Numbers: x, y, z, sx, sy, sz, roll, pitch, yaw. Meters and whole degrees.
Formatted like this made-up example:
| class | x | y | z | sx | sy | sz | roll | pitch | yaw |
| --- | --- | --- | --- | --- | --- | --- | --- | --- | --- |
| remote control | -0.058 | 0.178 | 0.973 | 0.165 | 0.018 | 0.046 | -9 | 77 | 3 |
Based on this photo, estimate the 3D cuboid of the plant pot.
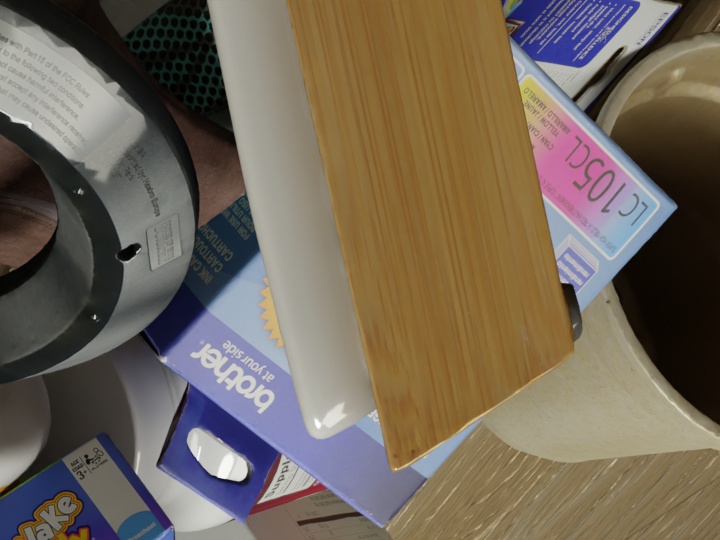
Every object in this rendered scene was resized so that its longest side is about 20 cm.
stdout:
| class | x | y | z | sx | sy | sz | roll | pitch | yaw |
| --- | --- | --- | --- | --- | --- | --- | --- | --- | --- |
| plant pot | 0.140 | 0.010 | 1.091 | 0.200 | 0.202 | 0.183 | -23 | 178 | -33 |

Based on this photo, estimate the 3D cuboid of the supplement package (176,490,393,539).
| class | x | y | z | sx | sy | sz | roll | pitch | yaw |
| --- | --- | --- | --- | --- | --- | --- | --- | --- | --- |
| supplement package | -0.049 | 0.160 | 1.082 | 0.114 | 0.200 | 0.109 | -47 | 157 | 23 |

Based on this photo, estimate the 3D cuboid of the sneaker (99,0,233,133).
| class | x | y | z | sx | sy | sz | roll | pitch | yaw |
| --- | --- | --- | --- | --- | --- | --- | --- | --- | --- |
| sneaker | -0.038 | -0.070 | 0.769 | 0.200 | 0.091 | 0.077 | -48 | 156 | 27 |

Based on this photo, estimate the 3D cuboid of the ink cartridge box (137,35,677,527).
| class | x | y | z | sx | sy | sz | roll | pitch | yaw |
| --- | --- | --- | --- | --- | --- | --- | --- | --- | --- |
| ink cartridge box | 0.000 | 0.000 | 0.843 | 0.200 | 0.076 | 0.136 | -47 | 127 | 5 |

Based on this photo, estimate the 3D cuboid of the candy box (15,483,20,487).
| class | x | y | z | sx | sy | sz | roll | pitch | yaw |
| --- | --- | --- | --- | --- | --- | --- | --- | --- | --- |
| candy box | -0.187 | 0.159 | 0.977 | 0.199 | 0.117 | 0.057 | -13 | 150 | -48 |

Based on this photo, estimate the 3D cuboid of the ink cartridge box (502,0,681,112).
| class | x | y | z | sx | sy | sz | roll | pitch | yaw |
| --- | --- | --- | --- | --- | --- | --- | --- | --- | --- |
| ink cartridge box | 0.054 | -0.096 | 0.944 | 0.095 | 0.037 | 0.199 | -48 | 155 | 24 |

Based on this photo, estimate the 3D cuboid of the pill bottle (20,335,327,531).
| class | x | y | z | sx | sy | sz | roll | pitch | yaw |
| --- | --- | --- | --- | --- | --- | --- | --- | --- | --- |
| pill bottle | -0.051 | 0.046 | 0.965 | 0.199 | 0.113 | 0.113 | -12 | 148 | -47 |

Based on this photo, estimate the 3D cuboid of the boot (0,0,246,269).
| class | x | y | z | sx | sy | sz | roll | pitch | yaw |
| --- | --- | --- | --- | --- | --- | --- | --- | --- | --- |
| boot | -0.087 | -0.064 | 0.691 | 0.199 | 0.073 | 0.166 | -32 | 148 | 30 |

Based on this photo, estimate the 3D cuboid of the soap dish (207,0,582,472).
| class | x | y | z | sx | sy | sz | roll | pitch | yaw |
| --- | --- | --- | --- | --- | --- | --- | --- | --- | --- |
| soap dish | 0.004 | -0.057 | 0.653 | 0.081 | 0.201 | 0.157 | -13 | -174 | 1 |

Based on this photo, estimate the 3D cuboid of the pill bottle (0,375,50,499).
| class | x | y | z | sx | sy | sz | roll | pitch | yaw |
| --- | --- | --- | --- | --- | --- | --- | --- | --- | --- |
| pill bottle | -0.210 | 0.088 | 0.797 | 0.200 | 0.112 | 0.112 | -45 | 158 | 20 |

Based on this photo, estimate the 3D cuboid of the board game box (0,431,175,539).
| class | x | y | z | sx | sy | sz | roll | pitch | yaw |
| --- | --- | --- | --- | --- | --- | --- | --- | --- | --- |
| board game box | -0.133 | 0.152 | 0.828 | 0.134 | 0.045 | 0.200 | -33 | 158 | -20 |

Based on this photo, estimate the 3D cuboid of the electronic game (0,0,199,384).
| class | x | y | z | sx | sy | sz | roll | pitch | yaw |
| --- | --- | --- | --- | --- | --- | --- | --- | --- | --- |
| electronic game | -0.143 | -0.026 | 0.626 | 0.198 | 0.042 | 0.201 | 5 | 145 | 3 |
